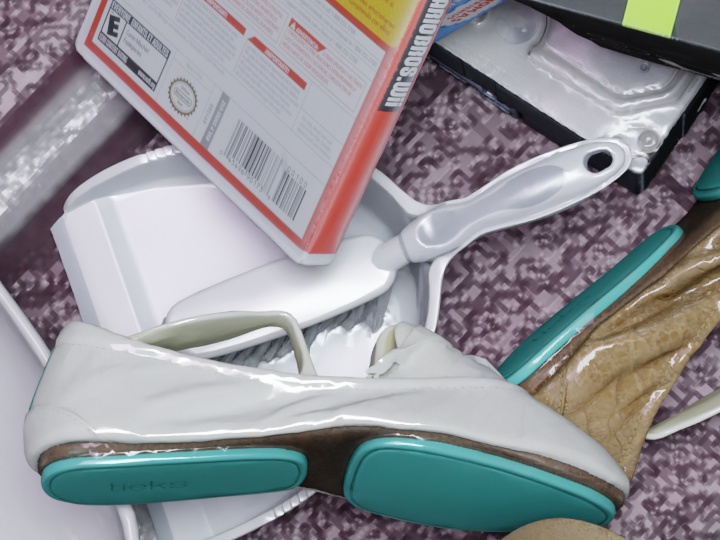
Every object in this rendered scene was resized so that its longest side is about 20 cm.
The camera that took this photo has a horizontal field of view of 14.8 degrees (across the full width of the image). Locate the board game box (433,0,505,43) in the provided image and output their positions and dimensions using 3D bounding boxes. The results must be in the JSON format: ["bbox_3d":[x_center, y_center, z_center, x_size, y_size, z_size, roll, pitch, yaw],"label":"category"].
[{"bbox_3d":[-0.023,-0.164,0.963,0.151,0.037,0.201,-27,74,42],"label":"board game box"}]

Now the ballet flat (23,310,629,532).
[{"bbox_3d":[-0.009,0.044,0.904,0.199,0.069,0.070,4,78,-9],"label":"ballet flat"}]

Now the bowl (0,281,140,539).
[{"bbox_3d":[-0.188,0.081,0.953,0.200,0.075,0.200,-35,78,-2],"label":"bowl"}]

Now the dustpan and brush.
[{"bbox_3d":[0.000,0.000,0.958,0.199,0.057,0.140,-21,77,1],"label":"dustpan and brush"}]

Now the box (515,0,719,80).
[{"bbox_3d":[0.151,-0.154,0.860,0.148,0.124,0.201,17,92,21],"label":"box"}]

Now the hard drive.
[{"bbox_3d":[0.098,-0.147,0.992,0.140,0.038,0.200,34,84,12],"label":"hard drive"}]

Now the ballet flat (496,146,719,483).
[{"bbox_3d":[0.132,-0.003,0.950,0.072,0.068,0.200,44,85,-8],"label":"ballet flat"}]

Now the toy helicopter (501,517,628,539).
[{"bbox_3d":[0.113,0.161,0.892,0.200,0.079,0.132,51,131,-5],"label":"toy helicopter"}]

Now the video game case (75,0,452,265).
[{"bbox_3d":[-0.018,-0.123,0.920,0.143,0.017,0.200,43,120,36],"label":"video game case"}]
